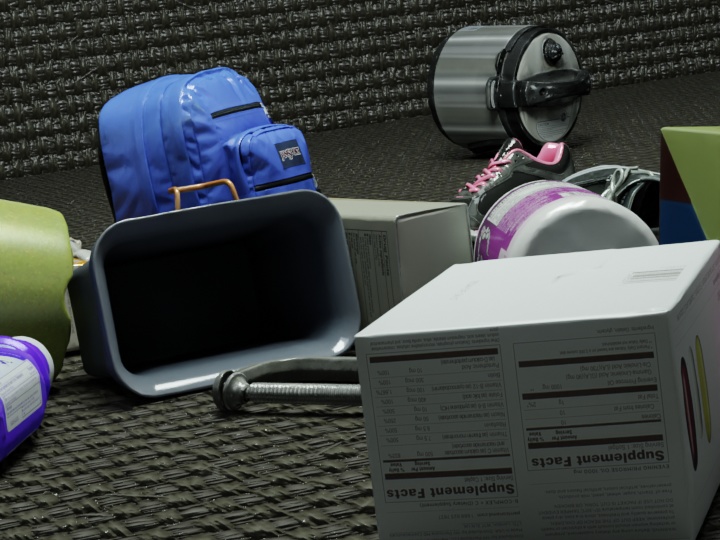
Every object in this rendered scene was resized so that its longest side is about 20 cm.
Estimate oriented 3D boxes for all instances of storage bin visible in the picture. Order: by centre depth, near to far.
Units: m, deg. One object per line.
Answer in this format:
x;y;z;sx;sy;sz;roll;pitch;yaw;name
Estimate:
-0.124;0.012;1.488;0.198;0.147;0.134;-11;-1;-28;storage bin

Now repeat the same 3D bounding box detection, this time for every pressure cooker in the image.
0.212;-0.253;2.765;0.199;0.179;0.177;4;55;41;pressure cooker

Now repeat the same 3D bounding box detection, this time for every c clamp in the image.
-0.019;0.074;1.315;0.198;0.027;0.170;0;11;37;c clamp

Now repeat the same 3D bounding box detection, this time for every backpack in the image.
-0.125;-0.075;1.729;0.166;0.202;0.162;-16;2;21;backpack

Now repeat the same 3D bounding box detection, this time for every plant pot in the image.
-0.314;0.017;1.482;0.182;0.203;0.200;3;4;-22;plant pot

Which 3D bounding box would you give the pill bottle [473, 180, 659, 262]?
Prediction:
0.141;-0.005;1.426;0.111;0.114;0.200;-8;8;-5;pill bottle

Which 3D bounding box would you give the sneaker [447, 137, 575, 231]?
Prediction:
0.138;-0.082;2.003;0.198;0.096;0.079;-14;12;-31;sneaker

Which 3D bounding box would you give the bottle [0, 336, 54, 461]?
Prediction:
-0.247;0.084;1.300;0.083;0.066;0.200;-4;9;8;bottle

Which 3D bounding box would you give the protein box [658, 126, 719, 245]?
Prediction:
0.312;-0.017;1.209;0.198;0.137;0.198;-2;7;-19;protein box

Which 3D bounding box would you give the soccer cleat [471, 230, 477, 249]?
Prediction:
0.031;-0.006;1.680;0.198;0.069;0.085;-7;3;-32;soccer cleat

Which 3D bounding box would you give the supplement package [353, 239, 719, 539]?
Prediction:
0.103;0.060;1.017;0.154;0.112;0.200;-5;9;18;supplement package

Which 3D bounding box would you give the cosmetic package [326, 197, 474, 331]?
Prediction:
0.000;0.000;1.538;0.073;0.105;0.199;-12;11;-35;cosmetic package

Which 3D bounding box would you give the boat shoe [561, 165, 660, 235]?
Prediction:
0.248;-0.058;1.825;0.198;0.074;0.068;12;4;39;boat shoe

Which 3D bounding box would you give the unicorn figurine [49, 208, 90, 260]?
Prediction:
-0.251;-0.007;1.946;0.198;0.075;0.137;11;4;17;unicorn figurine

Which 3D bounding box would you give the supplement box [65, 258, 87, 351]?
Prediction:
-0.325;0.038;1.648;0.198;0.074;0.126;-11;9;-21;supplement box
